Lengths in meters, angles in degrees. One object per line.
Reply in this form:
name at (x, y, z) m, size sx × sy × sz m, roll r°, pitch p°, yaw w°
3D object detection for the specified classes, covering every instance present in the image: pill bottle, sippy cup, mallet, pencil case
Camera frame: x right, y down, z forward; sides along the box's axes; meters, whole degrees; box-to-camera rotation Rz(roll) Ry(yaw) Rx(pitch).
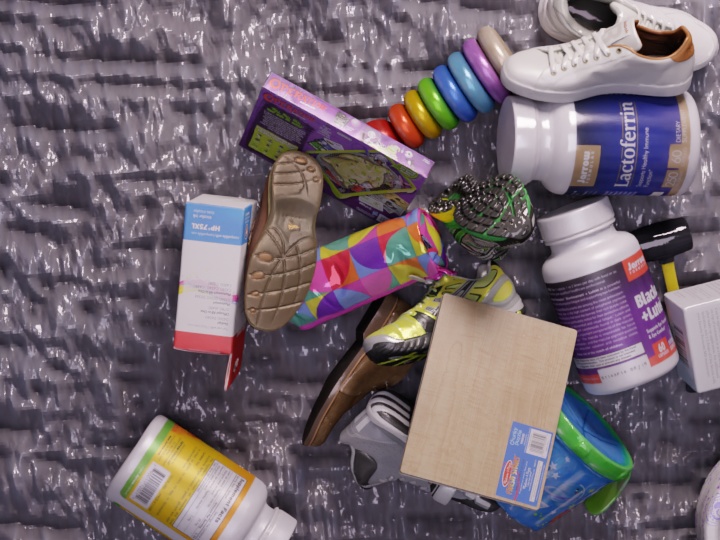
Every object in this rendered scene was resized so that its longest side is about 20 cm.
pill bottle at (-0.175, 0.261, 1.648) m, size 0.200 × 0.111 × 0.111 m, roll 34°, pitch 97°, yaw -3°
pill bottle at (0.264, 0.024, 1.601) m, size 0.111 × 0.111 × 0.201 m, roll -21°, pitch 97°, yaw 5°
sippy cup at (0.208, 0.212, 1.622) m, size 0.178 × 0.140 × 0.130 m, roll 45°, pitch 105°, yaw 3°
mallet at (0.344, 0.042, 1.641) m, size 0.066 × 0.041 × 0.201 m, roll -7°, pitch 101°, yaw 2°
pencil case at (0.000, 0.000, 1.606) m, size 0.199 × 0.088 × 0.089 m, roll -21°, pitch 96°, yaw 17°
pill bottle at (0.252, -0.138, 1.566) m, size 0.199 × 0.116 × 0.116 m, roll 0°, pitch 98°, yaw -6°

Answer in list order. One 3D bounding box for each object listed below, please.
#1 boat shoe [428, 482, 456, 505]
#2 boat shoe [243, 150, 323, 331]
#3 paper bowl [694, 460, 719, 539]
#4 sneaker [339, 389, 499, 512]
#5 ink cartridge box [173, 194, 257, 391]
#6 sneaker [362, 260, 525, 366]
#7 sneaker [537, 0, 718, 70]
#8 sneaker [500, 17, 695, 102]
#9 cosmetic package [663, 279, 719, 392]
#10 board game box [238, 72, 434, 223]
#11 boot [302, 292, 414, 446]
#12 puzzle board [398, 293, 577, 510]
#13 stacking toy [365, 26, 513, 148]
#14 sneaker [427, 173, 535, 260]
boat shoe at (0.092, 0.167, 1.597) m, size 0.063 × 0.200 × 0.071 m, roll 23°, pitch 133°, yaw -6°
boat shoe at (-0.086, -0.027, 1.581) m, size 0.072 × 0.068 × 0.201 m, roll 15°, pitch 72°, yaw -15°
paper bowl at (0.473, 0.279, 1.630) m, size 0.200 × 0.104 × 0.202 m, roll 0°, pitch 98°, yaw 2°
sneaker at (0.060, 0.225, 1.665) m, size 0.200 × 0.075 × 0.115 m, roll 40°, pitch 121°, yaw -15°
ink cartridge box at (-0.160, 0.022, 1.613) m, size 0.067 × 0.116 × 0.201 m, roll 7°, pitch 97°, yaw 2°
sneaker at (0.084, 0.049, 1.612) m, size 0.199 × 0.075 × 0.077 m, roll -18°, pitch 81°, yaw -29°
sneaker at (0.289, -0.255, 1.569) m, size 0.199 × 0.099 × 0.078 m, roll 13°, pitch 98°, yaw 0°
sneaker at (0.244, -0.226, 1.508) m, size 0.199 × 0.073 × 0.085 m, roll -3°, pitch 140°, yaw 1°
cosmetic package at (0.443, 0.055, 1.602) m, size 0.199 × 0.071 × 0.102 m, roll -13°, pitch 104°, yaw -3°
board game box at (-0.029, -0.127, 1.594) m, size 0.200 × 0.120 × 0.032 m, roll 29°, pitch 62°, yaw -3°
boot at (0.005, 0.124, 1.648) m, size 0.075 × 0.074 × 0.200 m, roll 32°, pitch 95°, yaw -12°
puzzle board at (0.135, 0.137, 1.540) m, size 0.150 × 0.017 × 0.201 m, roll 16°, pitch 72°, yaw -2°
stacking toy at (0.083, -0.178, 1.603) m, size 0.200 × 0.085 × 0.085 m, roll -35°, pitch 95°, yaw 13°
sneaker at (0.144, -0.052, 1.558) m, size 0.078 × 0.200 × 0.085 m, roll -43°, pitch 105°, yaw -4°
